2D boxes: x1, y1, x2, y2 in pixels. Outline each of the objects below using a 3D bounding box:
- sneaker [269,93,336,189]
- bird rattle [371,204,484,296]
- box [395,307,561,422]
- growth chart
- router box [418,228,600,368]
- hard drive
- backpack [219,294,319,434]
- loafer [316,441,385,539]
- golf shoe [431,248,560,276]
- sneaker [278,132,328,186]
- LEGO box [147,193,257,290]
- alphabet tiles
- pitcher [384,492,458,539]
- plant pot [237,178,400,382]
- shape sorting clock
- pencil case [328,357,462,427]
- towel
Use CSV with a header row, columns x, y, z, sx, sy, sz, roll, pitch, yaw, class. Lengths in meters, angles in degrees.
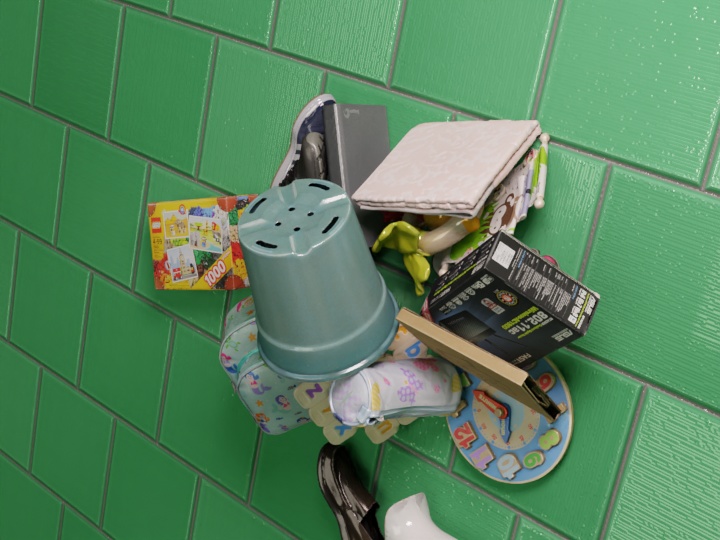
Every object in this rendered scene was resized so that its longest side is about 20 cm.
x,y,z,sx,sy,sz,roll,pitch,yaw,class
-0.062,-0.159,1.651,0.109,0.070,0.201,48,129,29,sneaker
0.098,-0.067,1.482,0.162,0.201,0.113,-24,115,24,bird rattle
0.154,0.122,1.417,0.199,0.163,0.021,27,81,33,box
0.177,-0.079,1.446,0.199,0.018,0.146,-36,33,38,growth chart
0.180,0.045,1.367,0.149,0.063,0.200,32,153,-8,router box
0.001,-0.134,1.554,0.033,0.139,0.203,-5,93,32,hard drive
-0.112,0.130,1.620,0.176,0.151,0.201,-22,115,16,backpack
-0.004,0.355,1.683,0.071,0.073,0.202,-23,86,30,loafer
0.167,-0.006,1.468,0.198,0.088,0.078,9,100,40,golf shoe
-0.084,-0.110,1.560,0.078,0.076,0.202,7,133,4,sneaker
-0.257,-0.046,1.828,0.198,0.077,0.151,-1,96,40,LEGO box
0.010,0.157,1.565,0.195,0.201,0.015,-35,28,2,alphabet tiles
0.109,0.449,1.576,0.200,0.120,0.173,48,145,37,pitcher
-0.064,0.004,1.410,0.199,0.200,0.198,21,143,36,plant pot
0.199,0.192,1.501,0.198,0.039,0.203,7,101,39,shape sorting clock
0.050,0.163,1.479,0.090,0.199,0.084,31,110,38,pencil case
0.113,-0.138,1.443,0.198,0.191,0.032,6,133,39,towel
